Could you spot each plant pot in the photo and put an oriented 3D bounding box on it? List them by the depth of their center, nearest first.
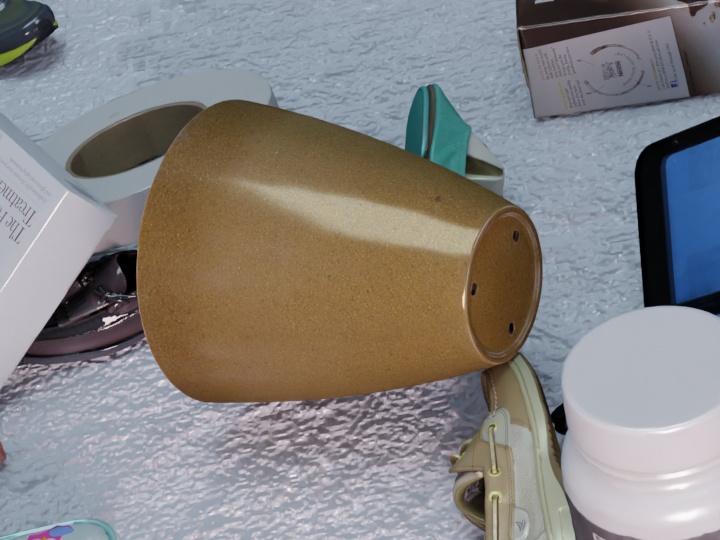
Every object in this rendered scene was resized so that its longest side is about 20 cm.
[{"bbox_3d":[0.000,0.000,1.509,0.199,0.187,0.187,8,43,32],"label":"plant pot"}]

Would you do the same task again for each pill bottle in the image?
[{"bbox_3d":[0.164,0.124,1.300,0.112,0.201,0.113,-9,37,7],"label":"pill bottle"}]

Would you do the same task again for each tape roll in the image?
[{"bbox_3d":[-0.148,-0.076,1.749,0.202,0.037,0.203,-19,23,8],"label":"tape roll"}]

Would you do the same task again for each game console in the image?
[{"bbox_3d":[0.196,-0.008,1.452,0.176,0.117,0.200,-34,7,-36],"label":"game console"}]

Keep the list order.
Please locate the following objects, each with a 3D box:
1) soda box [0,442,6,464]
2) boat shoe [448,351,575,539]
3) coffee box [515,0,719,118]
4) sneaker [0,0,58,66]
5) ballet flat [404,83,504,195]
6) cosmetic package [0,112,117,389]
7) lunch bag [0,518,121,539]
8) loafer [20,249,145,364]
[{"bbox_3d":[-0.322,0.092,1.610,0.199,0.064,0.068,16,47,35],"label":"soda box"},{"bbox_3d":[0.084,0.119,1.436,0.066,0.074,0.200,-15,33,3],"label":"boat shoe"},{"bbox_3d":[0.210,-0.181,1.768,0.199,0.080,0.113,-8,39,8],"label":"coffee box"},{"bbox_3d":[-0.317,-0.215,1.981,0.199,0.081,0.074,19,48,35],"label":"sneaker"},{"bbox_3d":[0.061,-0.047,1.674,0.070,0.068,0.201,13,39,-5],"label":"ballet flat"},{"bbox_3d":[-0.261,-0.021,1.682,0.151,0.052,0.200,-57,41,4],"label":"cosmetic package"},{"bbox_3d":[-0.179,0.230,1.379,0.159,0.077,0.200,-15,38,-3],"label":"lunch bag"},{"bbox_3d":[-0.140,0.003,1.663,0.199,0.063,0.072,-15,37,-1],"label":"loafer"}]
